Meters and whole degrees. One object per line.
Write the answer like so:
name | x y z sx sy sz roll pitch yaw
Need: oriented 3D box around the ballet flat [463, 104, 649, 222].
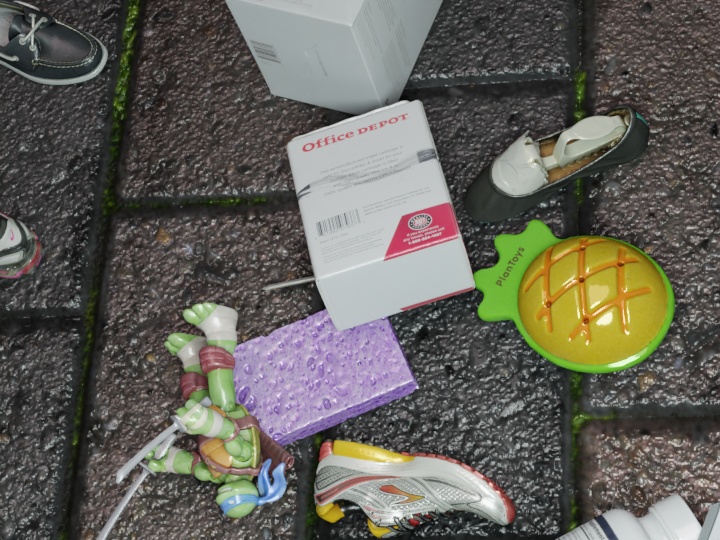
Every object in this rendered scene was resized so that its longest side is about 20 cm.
ballet flat | 0.189 -0.114 1.867 0.200 0.068 0.068 -26 62 1

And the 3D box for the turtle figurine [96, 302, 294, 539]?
turtle figurine | -0.170 0.136 1.759 0.199 0.144 0.194 -10 60 6

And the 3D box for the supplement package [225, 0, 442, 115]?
supplement package | -0.016 -0.296 1.935 0.147 0.191 0.200 16 69 20

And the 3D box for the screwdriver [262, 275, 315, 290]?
screwdriver | 0.000 0.000 1.885 0.200 0.029 0.028 -14 62 11

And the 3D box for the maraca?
maraca | 0.200 0.023 1.776 0.200 0.107 0.137 24 70 29

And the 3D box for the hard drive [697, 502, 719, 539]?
hard drive | 0.365 0.299 1.594 0.200 0.027 0.132 27 71 -6

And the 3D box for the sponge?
sponge | -0.055 0.104 1.842 0.200 0.030 0.112 -23 62 2

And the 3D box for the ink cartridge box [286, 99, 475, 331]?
ink cartridge box | 0.018 -0.057 1.848 0.145 0.083 0.200 -18 46 5

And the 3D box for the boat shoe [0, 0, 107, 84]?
boat shoe | -0.375 -0.258 2.079 0.200 0.060 0.076 11 68 19

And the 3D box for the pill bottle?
pill bottle | 0.209 0.277 1.647 0.200 0.111 0.111 -28 61 -1

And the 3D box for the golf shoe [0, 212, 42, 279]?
golf shoe | -0.433 -0.051 1.976 0.200 0.092 0.073 10 69 20

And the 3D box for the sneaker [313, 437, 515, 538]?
sneaker | 0.049 0.214 1.745 0.200 0.078 0.082 6 70 27
